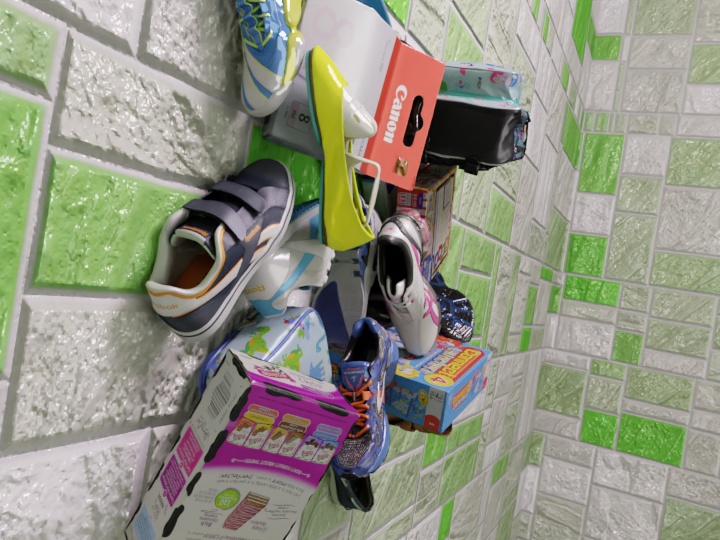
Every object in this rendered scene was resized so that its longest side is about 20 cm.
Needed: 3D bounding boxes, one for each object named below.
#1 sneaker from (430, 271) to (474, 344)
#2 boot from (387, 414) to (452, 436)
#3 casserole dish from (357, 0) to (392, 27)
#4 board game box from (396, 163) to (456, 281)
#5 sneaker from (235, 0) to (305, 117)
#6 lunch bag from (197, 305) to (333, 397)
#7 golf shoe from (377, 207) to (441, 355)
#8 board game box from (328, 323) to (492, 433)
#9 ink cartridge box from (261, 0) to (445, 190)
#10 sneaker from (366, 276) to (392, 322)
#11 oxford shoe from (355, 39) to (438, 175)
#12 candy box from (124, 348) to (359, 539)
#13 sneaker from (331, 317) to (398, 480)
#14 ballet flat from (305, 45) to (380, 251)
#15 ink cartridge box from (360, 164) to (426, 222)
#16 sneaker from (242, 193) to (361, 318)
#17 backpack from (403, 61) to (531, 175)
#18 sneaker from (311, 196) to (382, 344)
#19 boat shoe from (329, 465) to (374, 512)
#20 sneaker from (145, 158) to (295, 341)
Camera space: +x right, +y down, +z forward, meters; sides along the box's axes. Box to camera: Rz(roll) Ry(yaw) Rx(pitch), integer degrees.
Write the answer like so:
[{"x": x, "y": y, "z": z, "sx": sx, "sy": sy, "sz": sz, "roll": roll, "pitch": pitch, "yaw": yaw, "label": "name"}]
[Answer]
[{"x": 0.129, "y": 0.067, "z": 1.049, "sx": 0.201, "sy": 0.074, "sz": 0.078, "roll": -118, "pitch": -154, "yaw": -53, "label": "sneaker"}, {"x": 0.070, "y": 0.222, "z": 0.979, "sx": 0.200, "sy": 0.152, "sz": 0.075, "roll": 51, "pitch": 54, "yaw": -62, "label": "boot"}, {"x": -0.010, "y": -0.302, "z": 0.781, "sx": 0.200, "sy": 0.038, "sz": 0.123, "roll": 52, "pitch": 53, "yaw": -56, "label": "casserole dish"}, {"x": 0.100, "y": -0.069, "z": 0.952, "sx": 0.200, "sy": 0.045, "sz": 0.155, "roll": -43, "pitch": 138, "yaw": -63, "label": "board game box"}, {"x": -0.101, "y": -0.254, "z": 0.597, "sx": 0.104, "sy": 0.075, "sz": 0.204, "roll": 18, "pitch": 82, "yaw": -45, "label": "sneaker"}, {"x": -0.097, "y": 0.148, "z": 0.699, "sx": 0.161, "sy": 0.081, "sz": 0.203, "roll": -49, "pitch": 140, "yaw": -48, "label": "lunch bag"}, {"x": 0.053, "y": 0.028, "z": 0.823, "sx": 0.092, "sy": 0.071, "sz": 0.204, "roll": -42, "pitch": 126, "yaw": -53, "label": "golf shoe"}, {"x": 0.064, "y": 0.137, "z": 0.893, "sx": 0.199, "sy": 0.193, "sz": 0.057, "roll": -17, "pitch": 118, "yaw": -62, "label": "board game box"}, {"x": 0.005, "y": -0.195, "z": 0.701, "sx": 0.197, "sy": 0.057, "sz": 0.166, "roll": 16, "pitch": 90, "yaw": -22, "label": "ink cartridge box"}, {"x": 0.034, "y": 0.029, "z": 0.960, "sx": 0.200, "sy": 0.074, "sz": 0.090, "roll": -5, "pitch": 93, "yaw": -71, "label": "sneaker"}, {"x": 0.023, "y": -0.180, "z": 0.787, "sx": 0.202, "sy": 0.084, "sz": 0.072, "roll": -55, "pitch": 155, "yaw": 13, "label": "oxford shoe"}, {"x": -0.108, "y": 0.188, "z": 0.589, "sx": 0.135, "sy": 0.061, "sz": 0.202, "roll": 27, "pitch": 96, "yaw": -40, "label": "candy box"}, {"x": -0.004, "y": 0.142, "z": 0.738, "sx": 0.079, "sy": 0.074, "sz": 0.203, "roll": 64, "pitch": 25, "yaw": -46, "label": "sneaker"}, {"x": -0.014, "y": -0.120, "z": 0.639, "sx": 0.067, "sy": 0.066, "sz": 0.204, "roll": -57, "pitch": 145, "yaw": -72, "label": "ballet flat"}, {"x": 0.061, "y": -0.167, "z": 0.963, "sx": 0.201, "sy": 0.043, "sz": 0.201, "roll": -55, "pitch": 144, "yaw": -41, "label": "ink cartridge box"}, {"x": -0.062, "y": -0.026, "z": 0.705, "sx": 0.200, "sy": 0.076, "sz": 0.082, "roll": -41, "pitch": 114, "yaw": -41, "label": "sneaker"}, {"x": 0.155, "y": -0.215, "z": 0.900, "sx": 0.199, "sy": 0.174, "sz": 0.154, "roll": -14, "pitch": 115, "yaw": -67, "label": "backpack"}, {"x": 0.000, "y": -0.001, "z": 0.852, "sx": 0.115, "sy": 0.079, "sz": 0.204, "roll": 3, "pitch": 94, "yaw": -62, "label": "sneaker"}, {"x": -0.016, "y": 0.277, "z": 0.929, "sx": 0.075, "sy": 0.061, "sz": 0.204, "roll": -41, "pitch": 133, "yaw": -50, "label": "boat shoe"}, {"x": -0.125, "y": -0.038, "z": 0.587, "sx": 0.080, "sy": 0.077, "sz": 0.202, "roll": 67, "pitch": 41, "yaw": -55, "label": "sneaker"}]
